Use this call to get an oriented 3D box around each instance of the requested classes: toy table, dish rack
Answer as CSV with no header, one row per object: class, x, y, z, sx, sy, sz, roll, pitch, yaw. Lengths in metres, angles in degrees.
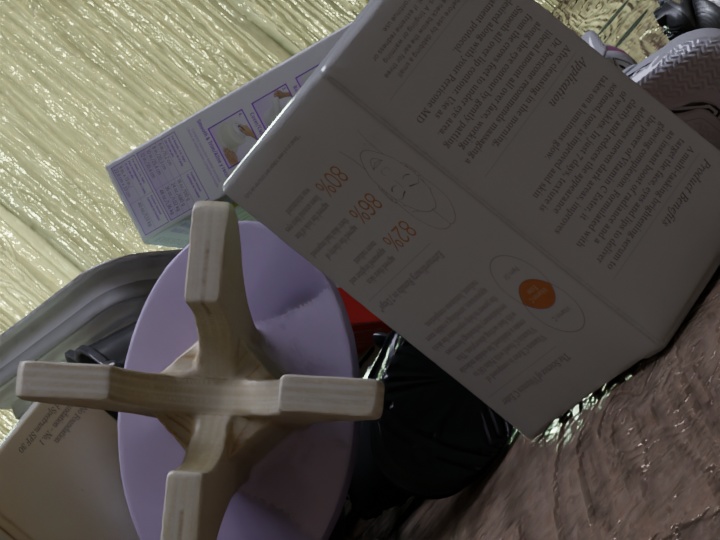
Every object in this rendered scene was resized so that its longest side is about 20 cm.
toy table,-0.070,0.068,1.405,0.184,0.200,0.117,-9,-9,9
dish rack,-0.138,0.042,1.726,0.172,0.044,0.200,-4,-22,-41

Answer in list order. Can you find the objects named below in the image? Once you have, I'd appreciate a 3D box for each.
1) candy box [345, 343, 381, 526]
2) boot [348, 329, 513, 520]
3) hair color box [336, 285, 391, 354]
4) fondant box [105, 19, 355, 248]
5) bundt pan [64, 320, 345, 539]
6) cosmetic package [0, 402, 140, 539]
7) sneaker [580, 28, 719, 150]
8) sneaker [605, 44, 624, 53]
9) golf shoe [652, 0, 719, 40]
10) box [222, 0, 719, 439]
candy box,-0.042,0.147,1.765,0.200,0.061,0.136,-51,3,-17
boot,0.030,0.079,1.504,0.163,0.073,0.198,121,171,-47
hair color box,0.000,0.000,1.764,0.061,0.102,0.200,-8,-10,1
fondant box,-0.041,-0.084,1.710,0.200,0.058,0.144,-30,-8,11
bundt pan,-0.081,0.105,1.604,0.076,0.202,0.202,-38,0,-18
cosmetic package,-0.123,0.164,1.491,0.073,0.200,0.104,-47,6,45
sneaker,0.154,-0.095,1.531,0.200,0.075,0.115,128,159,-49
sneaker,0.112,-0.065,1.854,0.200,0.080,0.088,-51,-4,-1
golf shoe,0.229,-0.163,1.661,0.094,0.078,0.200,-35,12,12
box,0.060,-0.038,1.315,0.106,0.200,0.152,-54,5,-29
